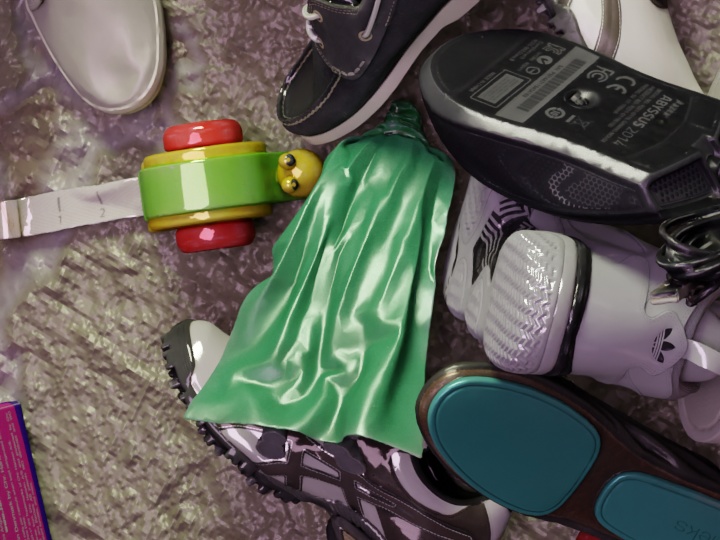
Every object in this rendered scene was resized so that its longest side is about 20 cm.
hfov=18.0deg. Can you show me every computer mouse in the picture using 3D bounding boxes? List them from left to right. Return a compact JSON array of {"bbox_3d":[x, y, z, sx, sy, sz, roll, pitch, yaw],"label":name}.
[{"bbox_3d":[0.110,-0.047,1.017,0.199,0.138,0.053,28,136,31],"label":"computer mouse"}]

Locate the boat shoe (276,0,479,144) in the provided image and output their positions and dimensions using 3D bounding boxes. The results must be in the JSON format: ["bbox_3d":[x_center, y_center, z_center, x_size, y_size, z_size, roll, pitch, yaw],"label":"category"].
[{"bbox_3d":[0.003,-0.132,1.104,0.200,0.067,0.072,-45,32,50],"label":"boat shoe"}]

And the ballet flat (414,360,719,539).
[{"bbox_3d":[0.104,0.089,1.076,0.199,0.068,0.068,30,109,-22],"label":"ballet flat"}]

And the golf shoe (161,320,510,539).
[{"bbox_3d":[-0.009,0.083,1.149,0.200,0.078,0.095,43,104,1],"label":"golf shoe"}]

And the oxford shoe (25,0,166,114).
[{"bbox_3d":[-0.159,-0.177,1.204,0.075,0.058,0.201,-19,88,17],"label":"oxford shoe"}]

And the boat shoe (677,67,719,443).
[{"bbox_3d":[0.196,-0.014,1.082,0.060,0.074,0.201,10,79,-23],"label":"boat shoe"}]

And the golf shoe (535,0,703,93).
[{"bbox_3d":[0.123,-0.157,1.093,0.094,0.078,0.201,-34,83,18],"label":"golf shoe"}]

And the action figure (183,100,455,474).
[{"bbox_3d":[0.000,0.000,1.114,0.117,0.055,0.201,11,61,13],"label":"action figure"}]

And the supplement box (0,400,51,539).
[{"bbox_3d":[-0.253,0.136,1.175,0.101,0.200,0.104,-14,88,20],"label":"supplement box"}]

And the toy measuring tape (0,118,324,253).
[{"bbox_3d":[-0.114,-0.039,1.187,0.199,0.074,0.074,-7,90,19],"label":"toy measuring tape"}]

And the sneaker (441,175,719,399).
[{"bbox_3d":[0.108,0.007,1.071,0.114,0.200,0.075,14,105,-12],"label":"sneaker"}]

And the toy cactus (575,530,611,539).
[{"bbox_3d":[0.085,0.209,1.095,0.164,0.102,0.201,14,92,-12],"label":"toy cactus"}]
